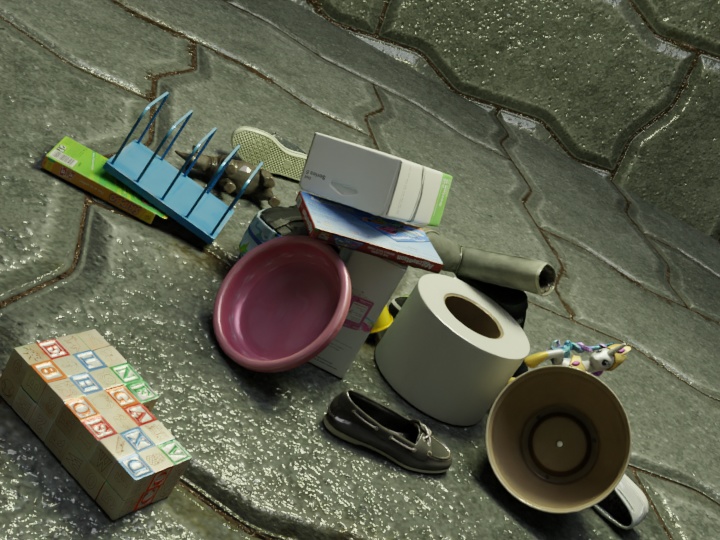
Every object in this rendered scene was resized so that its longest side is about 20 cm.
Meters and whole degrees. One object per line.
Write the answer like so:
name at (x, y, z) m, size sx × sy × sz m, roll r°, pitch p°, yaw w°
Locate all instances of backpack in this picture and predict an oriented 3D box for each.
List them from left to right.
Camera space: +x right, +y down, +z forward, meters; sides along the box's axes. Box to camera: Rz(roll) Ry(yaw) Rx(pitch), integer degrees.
backpack at (-0.105, -0.030, 1.511) m, size 0.163 × 0.154 × 0.200 m, roll 41°, pitch 3°, yaw 12°

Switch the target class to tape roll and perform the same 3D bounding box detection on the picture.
tape roll at (0.141, 0.121, 1.494) m, size 0.202 × 0.140 × 0.203 m, roll 26°, pitch 23°, yaw -12°

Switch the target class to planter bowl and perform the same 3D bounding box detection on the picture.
planter bowl at (0.285, 0.247, 1.395) m, size 0.200 × 0.200 × 0.135 m, roll 40°, pitch -3°, yaw 19°

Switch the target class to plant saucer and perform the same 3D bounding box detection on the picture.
plant saucer at (-0.101, 0.049, 1.306) m, size 0.201 × 0.200 × 0.051 m, roll 51°, pitch -2°, yaw 37°

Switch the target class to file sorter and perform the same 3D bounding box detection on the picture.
file sorter at (-0.268, -0.165, 1.513) m, size 0.199 × 0.123 × 0.139 m, roll 36°, pitch 22°, yaw -8°

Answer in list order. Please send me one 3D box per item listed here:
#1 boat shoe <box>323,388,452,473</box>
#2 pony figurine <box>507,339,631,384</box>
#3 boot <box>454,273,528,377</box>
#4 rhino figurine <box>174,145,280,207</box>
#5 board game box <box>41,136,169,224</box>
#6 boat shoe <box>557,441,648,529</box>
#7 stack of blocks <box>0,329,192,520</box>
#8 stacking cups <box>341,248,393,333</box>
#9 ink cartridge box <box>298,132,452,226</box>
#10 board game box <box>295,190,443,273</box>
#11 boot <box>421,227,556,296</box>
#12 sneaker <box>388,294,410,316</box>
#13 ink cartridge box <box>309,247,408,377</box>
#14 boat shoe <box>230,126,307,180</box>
boat shoe at (0.048, 0.215, 1.294) m, size 0.199 × 0.057 × 0.067 m, roll 23°, pitch 24°, yaw -19°
pony figurine at (0.324, 0.186, 1.558) m, size 0.198 × 0.194 × 0.167 m, roll -11°, pitch 55°, yaw -20°
boot at (0.221, 0.082, 1.660) m, size 0.076 × 0.169 × 0.200 m, roll -16°, pitch 34°, yaw -19°
rhino figurine at (-0.235, -0.171, 1.704) m, size 0.199 × 0.060 × 0.087 m, roll 19°, pitch 12°, yaw -24°
board game box at (-0.382, -0.136, 1.494) m, size 0.199 × 0.030 × 0.096 m, roll 26°, pitch 23°, yaw -9°
boat shoe at (0.347, 0.313, 1.475) m, size 0.200 × 0.072 × 0.068 m, roll 50°, pitch 28°, yaw 17°
stack of blocks at (-0.270, 0.155, 1.016) m, size 0.200 × 0.059 × 0.115 m, roll 41°, pitch 25°, yaw 20°
stacking cups at (0.000, 0.000, 1.499) m, size 0.060 × 0.201 × 0.061 m, roll -12°, pitch 27°, yaw 7°
ink cartridge box at (0.026, -0.127, 1.388) m, size 0.145 × 0.085 × 0.200 m, roll 20°, pitch 7°, yaw 24°
board game box at (0.012, -0.052, 1.328) m, size 0.199 × 0.020 × 0.103 m, roll 15°, pitch 28°, yaw -25°
boot at (0.194, -0.007, 1.542) m, size 0.199 × 0.073 × 0.181 m, roll 23°, pitch 12°, yaw 32°
sneaker at (0.126, 0.050, 1.688) m, size 0.072 × 0.083 × 0.199 m, roll 44°, pitch 26°, yaw 28°
ink cartridge box at (-0.009, 0.030, 1.409) m, size 0.084 × 0.201 × 0.145 m, roll 28°, pitch 23°, yaw -8°
boat shoe at (-0.174, -0.230, 1.888) m, size 0.199 × 0.075 × 0.062 m, roll 19°, pitch 21°, yaw -40°
